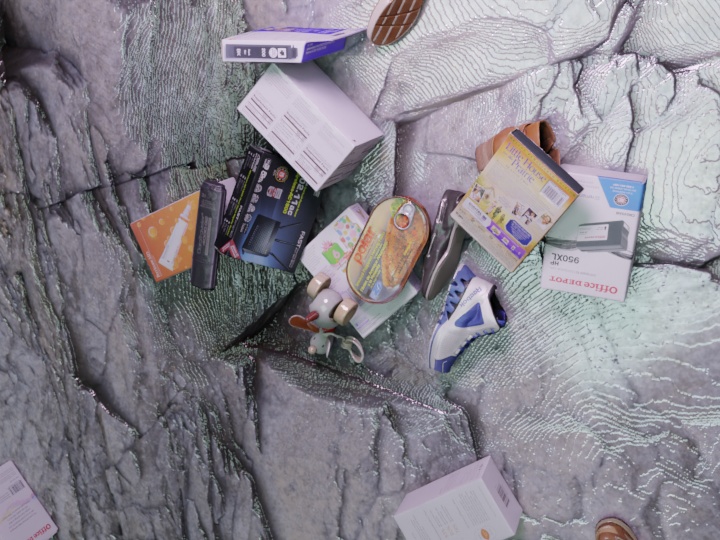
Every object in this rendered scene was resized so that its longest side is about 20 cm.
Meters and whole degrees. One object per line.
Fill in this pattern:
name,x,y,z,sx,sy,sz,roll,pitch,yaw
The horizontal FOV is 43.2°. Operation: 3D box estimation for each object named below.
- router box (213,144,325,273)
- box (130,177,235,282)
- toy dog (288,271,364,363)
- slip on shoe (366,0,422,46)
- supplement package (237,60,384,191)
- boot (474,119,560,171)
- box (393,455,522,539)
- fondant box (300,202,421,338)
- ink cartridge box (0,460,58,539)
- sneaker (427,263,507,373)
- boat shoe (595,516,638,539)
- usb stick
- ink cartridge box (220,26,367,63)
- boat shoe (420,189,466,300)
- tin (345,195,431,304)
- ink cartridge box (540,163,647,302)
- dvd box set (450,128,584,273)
router box,-0.158,-0.108,1.635,0.062,0.149,0.202,33,105,51
box,-0.316,-0.077,1.739,0.198,0.097,0.126,-22,96,24
toy dog,-0.073,0.103,1.661,0.131,0.096,0.202,26,139,34
slip on shoe,0.068,-0.474,1.528,0.201,0.075,0.061,-61,40,30
supplement package,-0.083,-0.259,1.583,0.200,0.156,0.111,47,116,3
boot,0.277,-0.141,1.499,0.155,0.076,0.203,-17,86,53
box,0.183,0.456,1.704,0.199,0.097,0.125,-30,93,23
fondant box,0.000,0.000,1.674,0.144,0.058,0.201,-40,89,24
ink cartridge box,-0.809,0.560,2.066,0.082,0.146,0.201,-34,91,25
sneaker,0.196,0.101,1.616,0.114,0.080,0.202,21,108,16
boat shoe,0.492,0.532,1.615,0.200,0.074,0.076,43,113,5
usb stick,-0.276,-0.061,1.651,0.055,0.033,0.202,17,109,22
ink cartridge box,-0.103,-0.382,1.536,0.198,0.198,0.044,5,111,20
boat shoe,0.144,-0.047,1.611,0.057,0.067,0.202,30,108,31
tin,0.049,-0.037,1.598,0.111,0.042,0.201,29,108,5
ink cartridge box,0.384,-0.063,1.503,0.143,0.084,0.203,10,107,18
dvd box set,0.248,-0.110,1.470,0.146,0.029,0.201,43,134,10
